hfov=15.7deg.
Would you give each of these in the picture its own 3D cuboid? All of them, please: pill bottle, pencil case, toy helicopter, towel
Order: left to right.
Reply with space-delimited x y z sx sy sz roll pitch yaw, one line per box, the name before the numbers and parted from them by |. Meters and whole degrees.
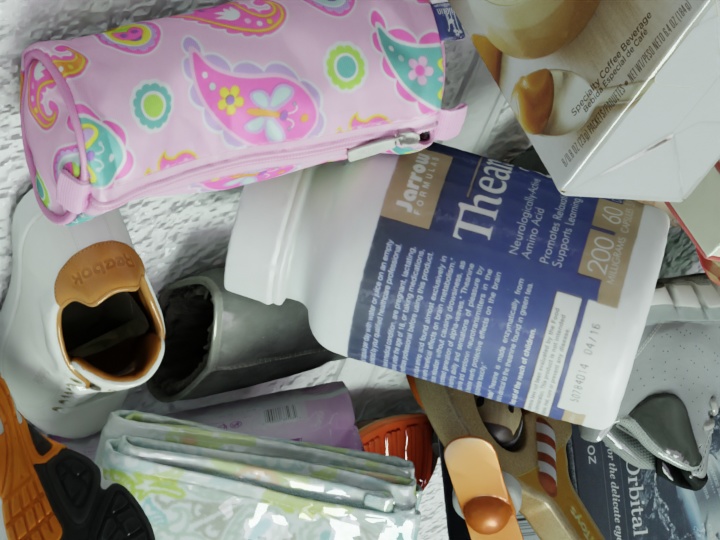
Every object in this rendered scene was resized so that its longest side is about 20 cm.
towel | -0.069 0.173 1.333 0.170 0.048 0.201 11 113 -10
pencil case | -0.053 -0.077 1.170 0.199 0.088 0.088 -12 146 -26
pill bottle | 0.040 -0.003 1.254 0.199 0.111 0.111 16 144 4
toy helicopter | 0.090 0.114 1.331 0.079 0.201 0.132 -29 -169 26

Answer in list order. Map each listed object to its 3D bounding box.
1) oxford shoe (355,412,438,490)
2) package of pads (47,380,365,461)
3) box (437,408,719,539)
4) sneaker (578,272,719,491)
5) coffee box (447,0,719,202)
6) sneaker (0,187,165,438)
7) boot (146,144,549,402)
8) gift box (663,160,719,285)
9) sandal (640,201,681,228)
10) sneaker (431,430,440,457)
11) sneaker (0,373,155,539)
oxford shoe | -0.031 0.120 1.519 0.199 0.072 0.072 -18 118 -45
package of pads | -0.089 0.136 1.384 0.198 0.076 0.121 -11 109 -3
box | 0.155 0.118 1.501 0.199 0.198 0.117 -2 173 -40
sneaker | 0.193 0.059 1.427 0.199 0.117 0.075 -6 180 -27
coffee box | 0.093 -0.141 1.080 0.079 0.201 0.115 2 138 -40
sneaker | -0.136 0.043 1.280 0.072 0.085 0.201 -22 151 -16
boot | 0.001 0.001 1.361 0.199 0.073 0.182 1 139 -32
gift box | 0.227 -0.091 1.290 0.199 0.185 0.187 17 125 -46
sandal | 0.215 -0.028 1.412 0.210 0.070 0.078 10 129 -18
sneaker | 0.123 0.117 1.601 0.200 0.075 0.080 39 75 -49
sneaker | -0.174 0.119 1.272 0.076 0.200 0.092 -32 168 -38
